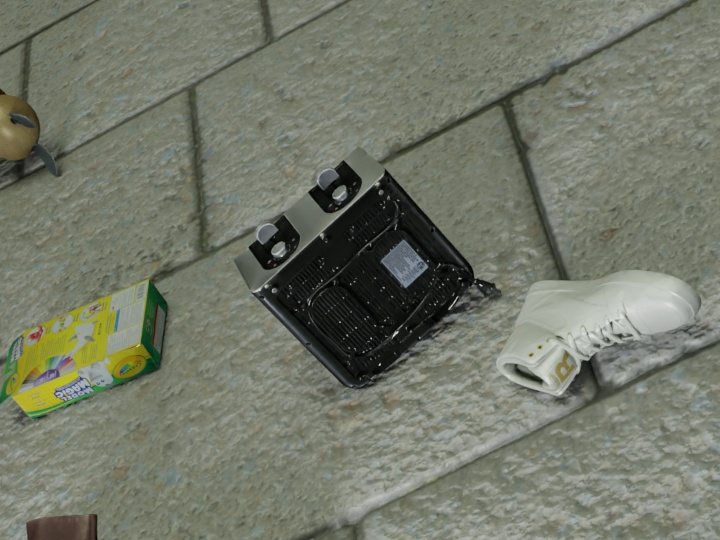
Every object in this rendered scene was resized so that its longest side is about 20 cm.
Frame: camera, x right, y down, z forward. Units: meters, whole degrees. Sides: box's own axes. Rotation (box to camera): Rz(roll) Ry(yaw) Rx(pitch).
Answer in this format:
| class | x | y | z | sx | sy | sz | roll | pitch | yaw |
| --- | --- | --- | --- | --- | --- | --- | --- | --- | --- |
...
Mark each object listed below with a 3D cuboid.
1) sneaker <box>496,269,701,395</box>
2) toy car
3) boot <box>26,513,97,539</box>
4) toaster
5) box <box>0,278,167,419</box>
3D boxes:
| class | x | y | z | sx | sy | sz | roll | pitch | yaw |
| --- | --- | --- | --- | --- | --- | --- | --- | --- | --- |
| sneaker | 0.213 | 0.065 | 1.750 | 0.200 | 0.074 | 0.116 | -8 | 42 | 49 |
| toy car | -0.497 | -0.181 | 2.600 | 0.200 | 0.164 | 0.158 | 16 | 58 | 35 |
| boot | -0.258 | 0.310 | 1.784 | 0.200 | 0.072 | 0.167 | -8 | 76 | 44 |
| toaster | 0.000 | 0.000 | 1.917 | 0.181 | 0.200 | 0.119 | -43 | 31 | 2 |
| box | -0.319 | 0.095 | 2.188 | 0.200 | 0.048 | 0.117 | -20 | 36 | 17 |
